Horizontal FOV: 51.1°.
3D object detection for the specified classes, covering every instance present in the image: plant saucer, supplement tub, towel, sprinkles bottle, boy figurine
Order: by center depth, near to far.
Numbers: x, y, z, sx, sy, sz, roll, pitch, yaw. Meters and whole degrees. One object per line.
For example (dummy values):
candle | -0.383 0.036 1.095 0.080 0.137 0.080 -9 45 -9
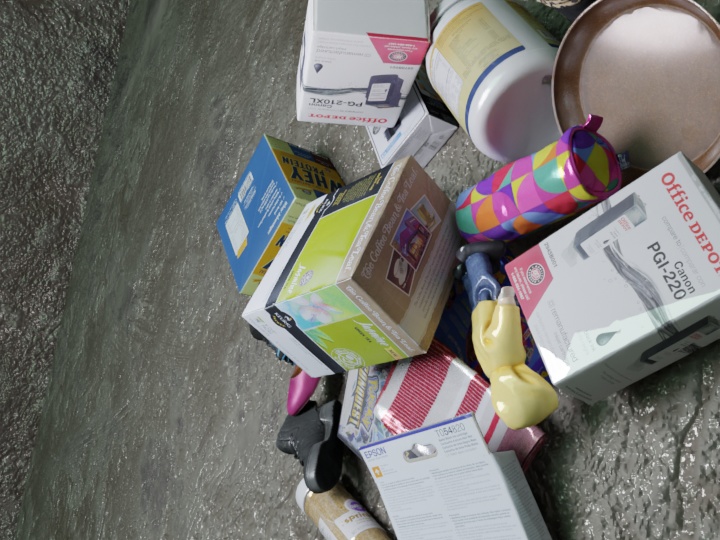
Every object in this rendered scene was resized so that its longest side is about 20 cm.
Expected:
plant saucer | 0.281 -0.176 0.741 0.200 0.034 0.201 31 132 40
boy figurine | 0.148 0.064 0.783 0.124 0.064 0.200 90 168 -56
towel | 0.102 0.171 0.852 0.200 0.023 0.144 41 124 31
supplement tub | 0.164 -0.239 0.901 0.144 0.144 0.200 -54 39 28
sprinkles bottle | -0.016 0.344 1.005 0.200 0.068 0.068 31 103 55

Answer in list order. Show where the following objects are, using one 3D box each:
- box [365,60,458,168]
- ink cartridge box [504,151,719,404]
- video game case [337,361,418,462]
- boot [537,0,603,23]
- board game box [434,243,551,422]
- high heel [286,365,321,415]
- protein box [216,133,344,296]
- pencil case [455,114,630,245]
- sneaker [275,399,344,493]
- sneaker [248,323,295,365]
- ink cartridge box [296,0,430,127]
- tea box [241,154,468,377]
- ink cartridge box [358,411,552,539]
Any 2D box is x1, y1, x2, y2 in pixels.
box | 0.060 -0.246 1.128 0.117 0.060 0.200 -48 42 34
ink cartridge box | 0.254 0.011 0.695 0.200 0.085 0.146 -35 50 25
video game case | 0.041 0.173 0.967 0.181 0.025 0.200 32 119 47
boot | 0.231 -0.314 0.827 0.073 0.150 0.200 -55 38 27
board game box | 0.157 0.061 0.885 0.135 0.045 0.200 -58 38 23
high heel | -0.097 0.113 1.137 0.067 0.096 0.200 -28 40 61
protein box | -0.125 -0.081 1.264 0.199 0.135 0.200 -57 38 24
pencil case | 0.189 -0.086 0.812 0.200 0.088 0.089 -29 55 54
sneaker | -0.077 0.252 1.085 0.104 0.060 0.200 -23 25 21
sneaker | -0.131 0.114 1.254 0.200 0.073 0.082 -6 72 55
ink cartridge box | -0.004 -0.276 0.988 0.200 0.144 0.085 116 154 -67
tea box | 0.000 0.000 0.896 0.197 0.134 0.200 -20 34 45
ink cartridge box | 0.105 0.261 0.820 0.199 0.041 0.200 -29 81 47
